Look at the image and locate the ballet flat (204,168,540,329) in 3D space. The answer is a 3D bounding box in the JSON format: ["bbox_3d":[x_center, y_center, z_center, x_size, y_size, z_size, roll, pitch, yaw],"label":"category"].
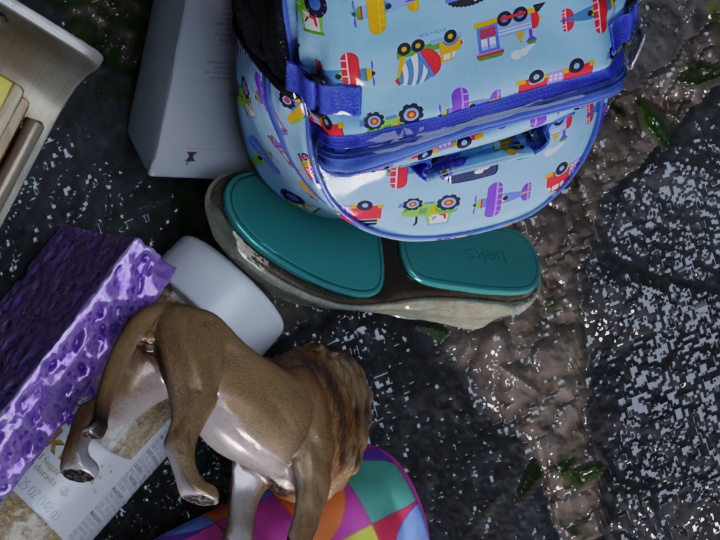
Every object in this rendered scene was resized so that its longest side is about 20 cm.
[{"bbox_3d":[0.000,0.000,1.211,0.199,0.062,0.068,13,58,-32],"label":"ballet flat"}]

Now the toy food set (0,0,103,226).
[{"bbox_3d":[-0.221,-0.046,1.125,0.143,0.060,0.201,30,84,-22],"label":"toy food set"}]

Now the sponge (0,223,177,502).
[{"bbox_3d":[-0.170,0.065,1.128,0.030,0.111,0.200,41,79,-23],"label":"sponge"}]

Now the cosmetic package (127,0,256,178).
[{"bbox_3d":[0.000,-0.117,1.186,0.199,0.052,0.152,2,119,-23],"label":"cosmetic package"}]

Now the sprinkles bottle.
[{"bbox_3d":[-0.124,0.077,1.173,0.068,0.068,0.200,46,77,-20],"label":"sprinkles bottle"}]

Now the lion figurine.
[{"bbox_3d":[-0.058,0.061,1.112,0.200,0.072,0.123,45,48,-51],"label":"lion figurine"}]

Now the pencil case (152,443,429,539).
[{"bbox_3d":[-0.060,0.155,1.183,0.199,0.088,0.089,-26,104,-29],"label":"pencil case"}]

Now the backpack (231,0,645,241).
[{"bbox_3d":[0.033,-0.096,1.097,0.181,0.135,0.201,-12,124,-16],"label":"backpack"}]
